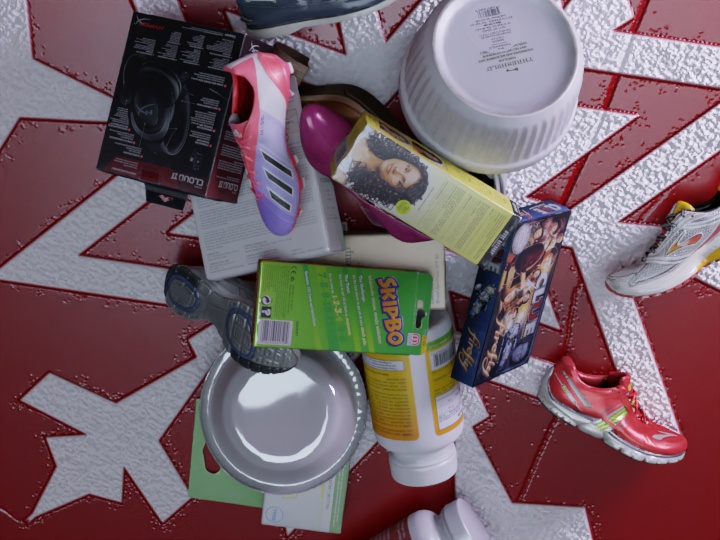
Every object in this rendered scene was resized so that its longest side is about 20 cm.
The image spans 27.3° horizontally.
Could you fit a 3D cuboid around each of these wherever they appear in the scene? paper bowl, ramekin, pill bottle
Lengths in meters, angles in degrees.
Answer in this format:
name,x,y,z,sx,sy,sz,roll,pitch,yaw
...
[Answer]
name,x,y,z,sx,sy,sz,roll,pitch,yaw
paper bowl,-0.091,0.164,1.748,0.199,0.104,0.202,0,87,0
ramekin,0.144,-0.213,1.583,0.199,0.105,0.201,2,71,-6
pill bottle,0.064,0.149,1.766,0.110,0.111,0.201,-6,109,5
pill bottle,0.061,0.370,1.844,0.199,0.112,0.112,-33,105,13

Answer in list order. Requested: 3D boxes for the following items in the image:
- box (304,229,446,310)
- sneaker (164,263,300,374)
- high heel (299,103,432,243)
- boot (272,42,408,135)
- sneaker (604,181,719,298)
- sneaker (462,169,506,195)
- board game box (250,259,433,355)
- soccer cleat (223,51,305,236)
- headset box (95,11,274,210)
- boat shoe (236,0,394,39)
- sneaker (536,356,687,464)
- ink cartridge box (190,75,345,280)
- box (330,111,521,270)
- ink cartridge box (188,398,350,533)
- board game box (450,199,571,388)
name,x,y,z,sx,sy,sz,roll,pitch,yaw
box,0.000,0.000,1.725,0.199,0.078,0.096,-3,95,3
sneaker,-0.136,0.047,1.714,0.200,0.087,0.075,38,121,27
high heel,0.010,-0.103,1.612,0.067,0.096,0.200,-47,129,-19
boot,-0.057,-0.146,1.687,0.199,0.077,0.156,29,111,-11
sneaker,0.367,-0.036,1.712,0.199,0.078,0.082,-33,101,3
sneaker,0.130,-0.156,1.653,0.073,0.116,0.201,-11,107,9
board game box,-0.020,0.042,1.647,0.199,0.030,0.096,4,96,-13
soccer cleat,-0.107,-0.132,1.578,0.076,0.067,0.201,-16,112,-37
headset box,-0.195,-0.169,1.628,0.148,0.077,0.201,14,93,24
boat shoe,-0.041,-0.311,1.631,0.199,0.075,0.062,-11,120,16
sneaker,0.313,0.167,1.782,0.199,0.077,0.085,26,104,-7
ink cartridge box,-0.114,-0.102,1.667,0.160,0.050,0.201,-12,87,22
box,0.069,-0.085,1.578,0.199,0.050,0.075,29,110,-14
ink cartridge box,-0.114,0.243,1.843,0.199,0.048,0.146,7,110,-2
board game box,0.174,0.025,1.707,0.034,0.135,0.201,24,113,29
